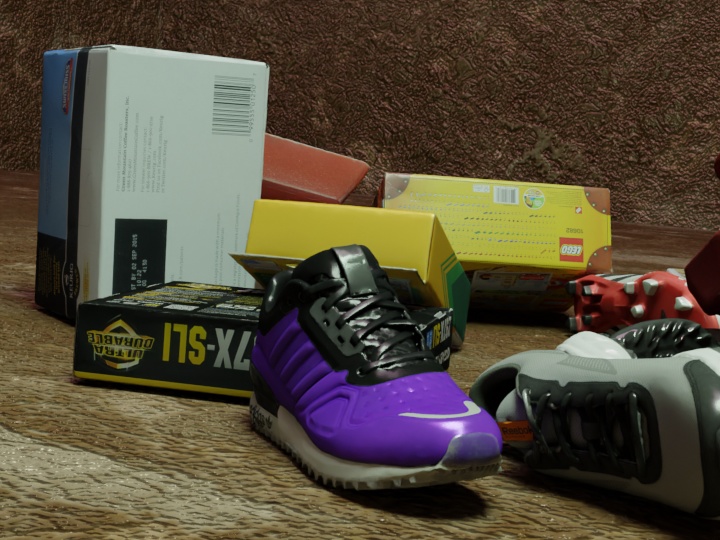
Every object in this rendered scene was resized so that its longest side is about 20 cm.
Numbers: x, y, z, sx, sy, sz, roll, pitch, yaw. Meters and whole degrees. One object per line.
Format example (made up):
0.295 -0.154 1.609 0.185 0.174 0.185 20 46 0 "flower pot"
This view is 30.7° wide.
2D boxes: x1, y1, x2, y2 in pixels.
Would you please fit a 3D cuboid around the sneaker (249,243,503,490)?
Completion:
-0.003 0.039 0.620 0.069 0.100 0.200 -1 8 -28 "sneaker"

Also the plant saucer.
-0.122 -0.055 1.202 0.199 0.037 0.200 14 -35 -25 "plant saucer"

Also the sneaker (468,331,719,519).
0.112 0.072 0.596 0.079 0.074 0.200 -7 3 -17 "sneaker"

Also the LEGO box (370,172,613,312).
0.105 -0.021 1.161 0.199 0.078 0.149 4 -16 -6 "LEGO box"

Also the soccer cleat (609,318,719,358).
0.190 0.063 0.762 0.199 0.069 0.073 -1 -9 -41 "soccer cleat"

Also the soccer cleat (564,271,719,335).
0.236 0.033 1.028 0.085 0.069 0.200 -2 3 -20 "soccer cleat"

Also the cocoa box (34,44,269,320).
-0.162 -0.063 0.994 0.133 0.201 0.131 0 7 -34 "cocoa box"

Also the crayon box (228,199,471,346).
0.000 0.000 0.905 0.125 0.052 0.200 5 -15 14 "crayon box"

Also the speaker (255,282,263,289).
-0.115 -0.016 1.154 0.199 0.082 0.081 3 6 -10 "speaker"

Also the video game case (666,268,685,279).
0.450 0.024 1.464 0.199 0.023 0.182 4 6 7 "video game case"

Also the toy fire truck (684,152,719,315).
0.278 -0.026 0.786 0.199 0.112 0.168 -25 -19 -17 "toy fire truck"

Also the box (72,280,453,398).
-0.052 0.043 0.805 0.199 0.050 0.160 5 4 11 "box"
